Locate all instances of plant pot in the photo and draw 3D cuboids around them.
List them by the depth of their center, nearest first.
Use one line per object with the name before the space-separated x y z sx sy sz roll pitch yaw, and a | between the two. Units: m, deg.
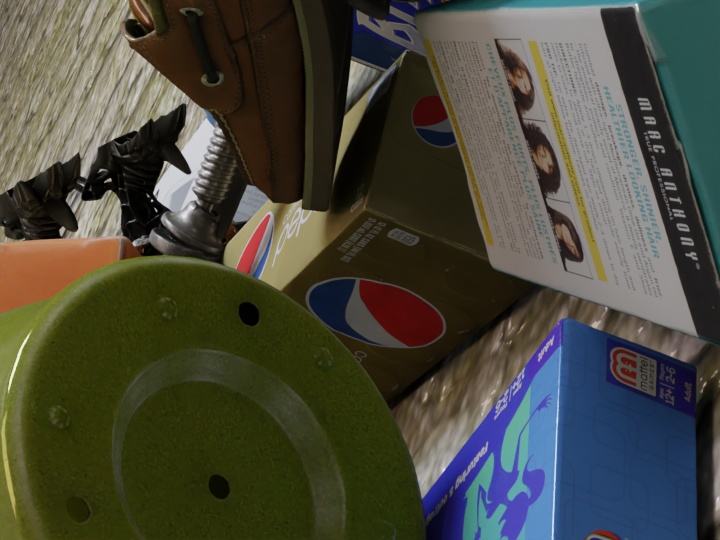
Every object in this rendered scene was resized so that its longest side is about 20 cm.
plant pot | -0.086 0.094 0.686 0.193 0.200 0.201 -36 33 44

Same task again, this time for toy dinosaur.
toy dinosaur | -0.100 0.011 1.092 0.199 0.136 0.102 -26 4 24

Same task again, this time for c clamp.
c clamp | -0.039 -0.076 0.900 0.171 0.027 0.201 -78 9 -75

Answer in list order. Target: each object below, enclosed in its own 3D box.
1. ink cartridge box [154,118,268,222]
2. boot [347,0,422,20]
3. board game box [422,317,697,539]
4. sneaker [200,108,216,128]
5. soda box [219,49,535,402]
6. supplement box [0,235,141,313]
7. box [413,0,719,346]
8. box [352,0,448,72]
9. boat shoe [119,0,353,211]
ink cartridge box | -0.083 0.007 1.230 0.200 0.040 0.201 134 153 -57
boot | 0.071 -0.175 0.700 0.200 0.069 0.175 -33 45 39
board game box | 0.031 0.135 0.616 0.201 0.045 0.152 -84 20 -44
sneaker | -0.058 -0.108 1.076 0.072 0.072 0.200 -57 -2 -9
soda box | 0.000 0.000 0.879 0.200 0.067 0.064 137 150 -60
supplement box | -0.098 0.052 0.977 0.200 0.066 0.069 59 -151 -68
box | 0.071 -0.037 0.631 0.200 0.049 0.083 -157 47 -76
box | 0.033 -0.139 0.881 0.200 0.064 0.070 113 177 -68
boat shoe | -0.037 -0.087 0.738 0.200 0.067 0.072 88 -175 -57
